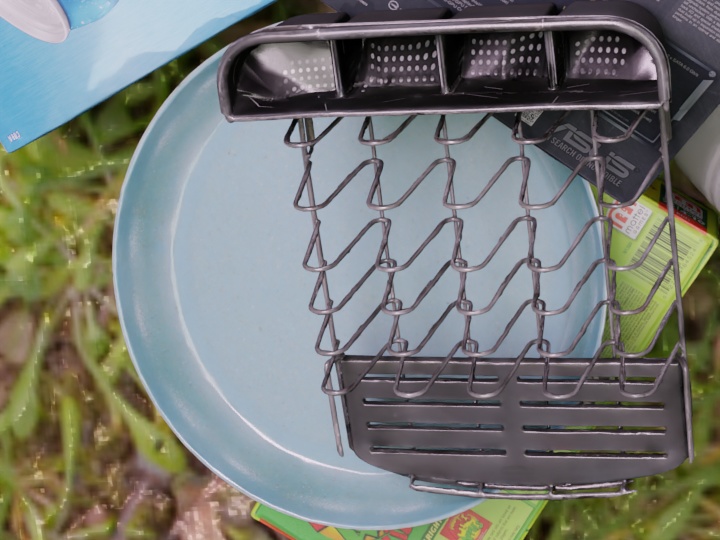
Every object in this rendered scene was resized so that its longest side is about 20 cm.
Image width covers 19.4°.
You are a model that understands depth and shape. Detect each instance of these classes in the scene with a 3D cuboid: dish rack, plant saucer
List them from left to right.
[{"bbox_3d":[0.000,0.000,0.819,0.199,0.027,0.201,3,101,17],"label":"plant saucer"},{"bbox_3d":[0.042,0.000,0.743,0.153,0.055,0.201,0,117,19],"label":"dish rack"}]

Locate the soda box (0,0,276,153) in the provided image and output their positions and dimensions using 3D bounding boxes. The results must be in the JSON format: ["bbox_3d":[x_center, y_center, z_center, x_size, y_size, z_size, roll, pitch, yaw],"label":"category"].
[{"bbox_3d":[-0.066,-0.126,0.823,0.199,0.064,0.068,-28,99,14],"label":"soda box"}]

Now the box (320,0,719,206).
[{"bbox_3d":[0.059,-0.137,0.716,0.200,0.051,0.158,32,128,-6],"label":"box"}]

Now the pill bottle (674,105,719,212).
[{"bbox_3d":[0.205,0.001,0.756,0.111,0.111,0.200,-48,60,17],"label":"pill bottle"}]

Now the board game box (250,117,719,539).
[{"bbox_3d":[0.049,0.039,0.857,0.101,0.048,0.200,31,107,1],"label":"board game box"}]
